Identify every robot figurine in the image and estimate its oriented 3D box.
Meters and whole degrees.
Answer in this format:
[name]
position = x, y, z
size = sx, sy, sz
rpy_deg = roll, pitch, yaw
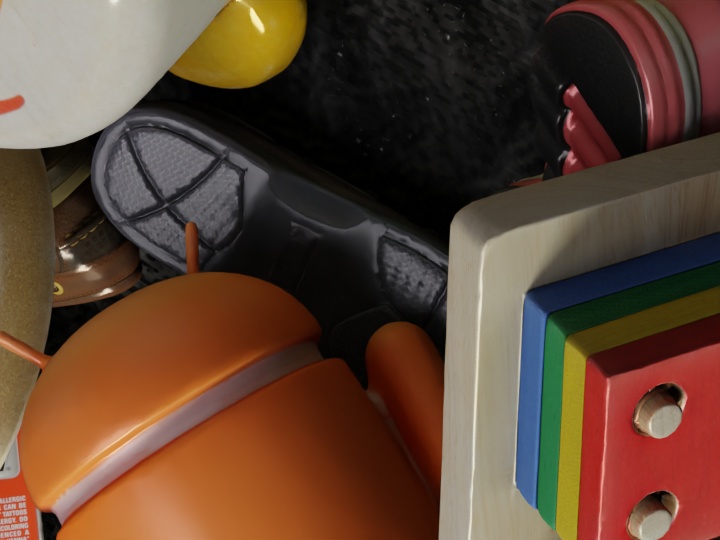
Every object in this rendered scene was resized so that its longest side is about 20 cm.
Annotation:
[robot figurine]
position = -0.035, 0.085, 0.980
size = 0.144, 0.116, 0.201
rpy_deg = -36, 82, 27

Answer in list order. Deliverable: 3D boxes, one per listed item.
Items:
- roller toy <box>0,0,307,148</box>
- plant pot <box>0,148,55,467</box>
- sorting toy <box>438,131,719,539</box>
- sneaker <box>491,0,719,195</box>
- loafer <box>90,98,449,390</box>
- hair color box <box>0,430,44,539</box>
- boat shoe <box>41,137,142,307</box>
[roller toy]
position = -0.110, -0.146, 0.962
size = 0.199, 0.140, 0.183
rpy_deg = 24, 140, 17
[plant pot]
position = -0.184, 0.014, 1.075
size = 0.199, 0.027, 0.201
rpy_deg = -14, 70, 43
[sorting toy]
position = 0.126, 0.058, 0.885
size = 0.070, 0.198, 0.201
rpy_deg = 46, 144, 47
[sneaker]
position = 0.099, -0.027, 0.942
size = 0.074, 0.086, 0.200
rpy_deg = 59, 161, 21
[loafer]
position = 0.000, 0.000, 1.044
size = 0.200, 0.063, 0.072
rpy_deg = 35, 115, 5
[hair color box]
position = -0.151, 0.136, 1.152
size = 0.063, 0.111, 0.201
rpy_deg = -5, 101, -9
[boat shoe]
position = -0.160, 0.003, 1.138
size = 0.199, 0.072, 0.068
rpy_deg = -18, 114, 45
